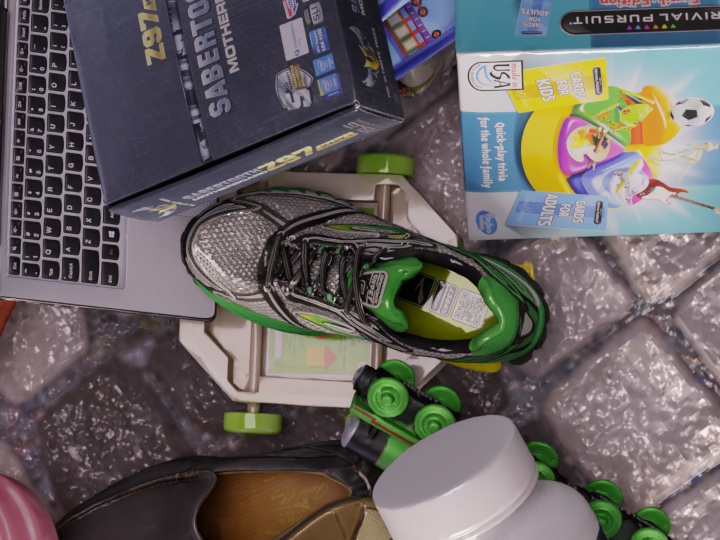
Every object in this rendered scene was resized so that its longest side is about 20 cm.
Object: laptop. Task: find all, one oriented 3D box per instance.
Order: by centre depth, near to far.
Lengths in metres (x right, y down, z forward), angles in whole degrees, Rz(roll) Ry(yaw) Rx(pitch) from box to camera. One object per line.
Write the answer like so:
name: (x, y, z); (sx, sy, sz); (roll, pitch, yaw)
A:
laptop: (-0.149, -0.086, 1.462); (0.199, 0.116, 0.189); (7, 74, -22)

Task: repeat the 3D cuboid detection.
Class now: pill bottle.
pill bottle: (0.087, 0.179, 1.440); (0.110, 0.111, 0.201); (-26, 107, 8)

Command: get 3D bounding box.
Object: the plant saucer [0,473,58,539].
plant saucer: (-0.240, 0.199, 1.509); (0.200, 0.051, 0.202); (-25, 52, 37)

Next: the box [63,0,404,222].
box: (-0.074, -0.144, 1.422); (0.157, 0.051, 0.201); (-20, 73, 28)

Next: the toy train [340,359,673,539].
toy train: (0.077, 0.115, 1.496); (0.199, 0.042, 0.057); (29, 109, -2)

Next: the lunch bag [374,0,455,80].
lunch bag: (-0.016, -0.167, 1.469); (0.200, 0.094, 0.151); (-40, 60, 8)

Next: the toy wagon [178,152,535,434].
toy wagon: (0.000, 0.014, 1.539); (0.198, 0.040, 0.156); (2, 87, 10)

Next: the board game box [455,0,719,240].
board game box: (0.150, -0.081, 1.448); (0.198, 0.151, 0.047); (-2, 53, 4)

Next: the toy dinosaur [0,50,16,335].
toy dinosaur: (-0.190, -0.026, 1.544); (0.198, 0.105, 0.183); (-2, 85, 10)

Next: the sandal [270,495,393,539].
sandal: (-0.062, 0.180, 1.490); (0.199, 0.054, 0.081); (-32, 105, 6)

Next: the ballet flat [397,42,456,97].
ballet flat: (0.000, -0.107, 1.514); (0.199, 0.064, 0.076); (-30, 126, -7)

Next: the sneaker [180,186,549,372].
sneaker: (0.000, 0.000, 1.476); (0.199, 0.085, 0.079); (12, 87, 11)

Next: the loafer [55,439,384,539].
loafer: (-0.083, 0.133, 1.529); (0.199, 0.072, 0.073); (-18, 84, 10)
